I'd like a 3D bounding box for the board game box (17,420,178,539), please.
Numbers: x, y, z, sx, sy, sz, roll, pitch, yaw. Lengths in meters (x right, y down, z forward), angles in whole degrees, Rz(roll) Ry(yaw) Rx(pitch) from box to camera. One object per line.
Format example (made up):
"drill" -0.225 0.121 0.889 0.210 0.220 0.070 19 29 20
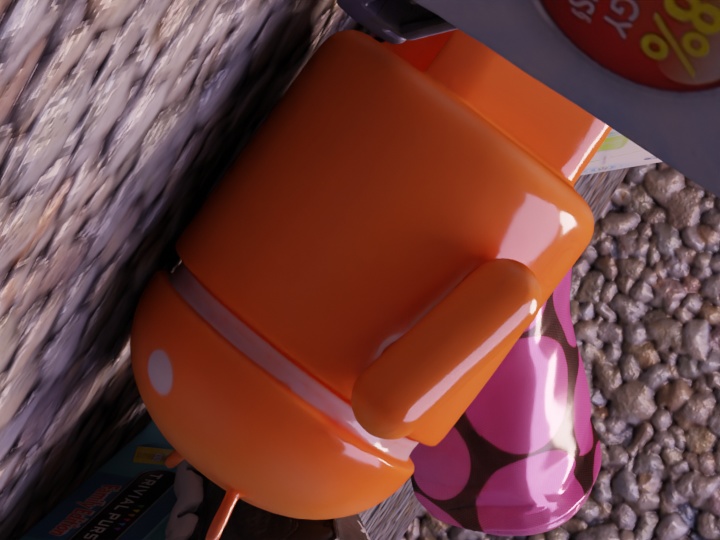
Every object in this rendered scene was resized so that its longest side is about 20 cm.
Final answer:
"board game box" -0.095 0.160 0.970 0.200 0.047 0.152 -42 138 -63

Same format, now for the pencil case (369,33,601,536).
"pencil case" 0.050 -0.001 0.993 0.094 0.090 0.201 -67 154 -62

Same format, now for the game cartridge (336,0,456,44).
"game cartridge" 0.056 -0.130 0.730 0.130 0.038 0.200 -60 -168 -5

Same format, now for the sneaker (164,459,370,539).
"sneaker" -0.028 0.095 0.927 0.201 0.090 0.067 -68 153 -45

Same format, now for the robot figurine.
"robot figurine" 0.000 0.000 0.861 0.200 0.144 0.117 -53 155 4

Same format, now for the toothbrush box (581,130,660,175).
"toothbrush box" 0.146 -0.108 1.208 0.200 0.144 0.087 65 16 -83

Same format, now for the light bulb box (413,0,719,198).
"light bulb box" 0.053 -0.133 0.330 0.125 0.199 0.199 -52 171 -36
